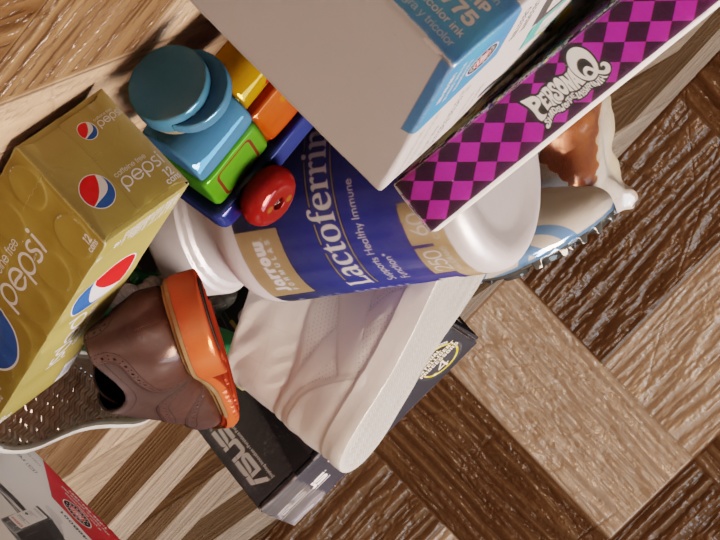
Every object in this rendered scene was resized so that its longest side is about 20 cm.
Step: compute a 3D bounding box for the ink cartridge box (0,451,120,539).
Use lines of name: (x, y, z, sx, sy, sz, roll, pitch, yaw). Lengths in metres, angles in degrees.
ink cartridge box: (-0.230, 0.144, 1.647, 0.084, 0.144, 0.200, -47, 173, 10)

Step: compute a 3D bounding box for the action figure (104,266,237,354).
action figure: (-0.136, 0.010, 1.672, 0.200, 0.118, 0.055, 9, 101, -70)

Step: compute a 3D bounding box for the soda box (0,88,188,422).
soda box: (-0.160, -0.003, 1.503, 0.064, 0.068, 0.200, -38, 171, -38)

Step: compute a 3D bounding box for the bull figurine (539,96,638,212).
bull figurine: (0.104, -0.118, 1.848, 0.122, 0.200, 0.065, -58, -176, -12)

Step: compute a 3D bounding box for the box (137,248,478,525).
box: (-0.048, 0.026, 1.779, 0.161, 0.200, 0.049, -45, 149, 10)

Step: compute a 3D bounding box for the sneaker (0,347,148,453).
sneaker: (-0.199, 0.062, 1.671, 0.200, 0.084, 0.073, 8, 92, -57)

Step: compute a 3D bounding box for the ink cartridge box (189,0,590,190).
ink cartridge box: (0.042, -0.172, 1.343, 0.200, 0.146, 0.147, -42, 174, -23)

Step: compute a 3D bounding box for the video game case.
video game case: (0.121, -0.113, 1.430, 0.200, 0.036, 0.181, -39, -176, 29)

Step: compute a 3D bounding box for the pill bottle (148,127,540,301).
pill bottle: (-0.013, -0.044, 1.612, 0.199, 0.116, 0.116, -9, -168, 29)

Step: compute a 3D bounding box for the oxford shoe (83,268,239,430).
oxford shoe: (-0.109, 0.048, 1.597, 0.072, 0.071, 0.200, -17, 162, -2)

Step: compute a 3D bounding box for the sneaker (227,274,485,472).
sneaker: (0.000, 0.000, 1.688, 0.200, 0.115, 0.074, -57, 158, 3)

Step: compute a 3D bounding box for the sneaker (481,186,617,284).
sneaker: (0.056, -0.029, 1.809, 0.199, 0.073, 0.072, -10, -165, 15)

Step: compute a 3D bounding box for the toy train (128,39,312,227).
toy train: (-0.036, -0.127, 1.512, 0.200, 0.085, 0.116, -51, 157, -8)
